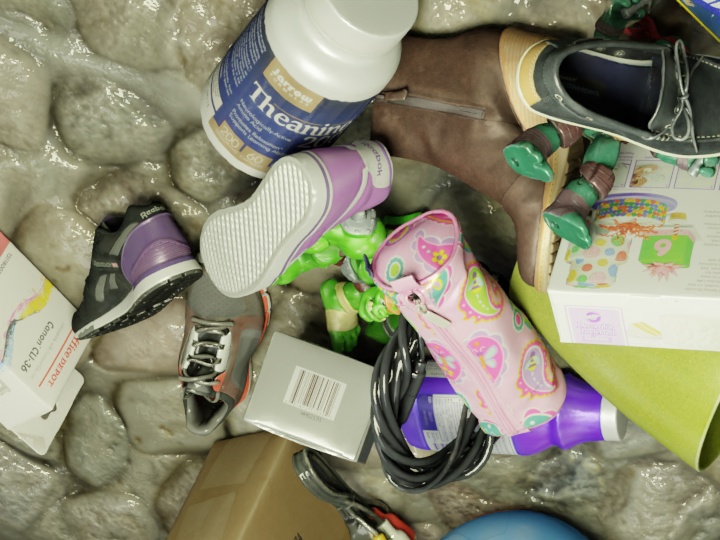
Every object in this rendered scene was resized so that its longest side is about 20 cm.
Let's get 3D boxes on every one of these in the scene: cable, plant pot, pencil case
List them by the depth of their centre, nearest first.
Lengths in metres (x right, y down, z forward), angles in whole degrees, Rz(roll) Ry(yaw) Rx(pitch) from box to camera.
[{"bbox_3d":[0.084,0.045,1.591,0.087,0.088,0.200,-12,132,30],"label":"pencil case"},{"bbox_3d":[0.225,0.027,1.607,0.199,0.187,0.188,29,137,19],"label":"plant pot"},{"bbox_3d":[0.072,0.089,1.683,0.051,0.201,0.163,21,172,39],"label":"cable"},{"bbox_3d":[0.004,0.220,1.905,0.050,0.097,0.200,-22,123,17],"label":"cable"}]

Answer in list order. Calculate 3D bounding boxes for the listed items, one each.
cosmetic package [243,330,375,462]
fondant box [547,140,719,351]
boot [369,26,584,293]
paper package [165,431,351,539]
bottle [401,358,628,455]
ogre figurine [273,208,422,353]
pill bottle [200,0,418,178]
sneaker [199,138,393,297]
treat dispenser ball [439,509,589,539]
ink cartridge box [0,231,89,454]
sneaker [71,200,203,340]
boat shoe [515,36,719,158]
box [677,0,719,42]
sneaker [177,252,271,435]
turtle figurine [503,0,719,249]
[{"bbox_3d":[-0.033,0.113,1.759,0.106,0.091,0.200,19,172,6],"label":"cosmetic package"},{"bbox_3d":[0.232,-0.033,1.514,0.143,0.201,0.058,3,135,20],"label":"fondant box"},{"bbox_3d":[0.089,-0.087,1.572,0.165,0.072,0.202,3,92,25],"label":"boot"},{"bbox_3d":[-0.087,0.279,1.920,0.103,0.201,0.191,-15,122,31],"label":"paper package"},{"bbox_3d":[0.133,0.121,1.784,0.199,0.065,0.084,1,130,21],"label":"bottle"},{"bbox_3d":[0.000,0.000,1.710,0.119,0.098,0.200,-18,119,38],"label":"ogre figurine"},{"bbox_3d":[-0.037,-0.161,1.554,0.111,0.111,0.200,34,143,-9],"label":"pill bottle"},{"bbox_3d":[-0.043,-0.042,1.609,0.200,0.114,0.073,-33,80,52],"label":"sneaker"},{"bbox_3d":[0.141,0.320,1.862,0.199,0.201,0.202,11,133,12],"label":"treat dispenser ball"},{"bbox_3d":[-0.323,0.061,1.883,0.067,0.117,0.200,-25,118,36],"label":"ink cartridge box"},{"bbox_3d":[-0.210,-0.004,1.827,0.200,0.075,0.088,-33,79,51],"label":"sneaker"},{"bbox_3d":[0.207,-0.122,1.411,0.199,0.075,0.062,9,177,-16],"label":"boat shoe"},{"bbox_3d":[0.242,-0.232,1.430,0.200,0.064,0.070,41,132,-15],"label":"box"},{"bbox_3d":[-0.129,0.073,1.837,0.077,0.082,0.201,13,133,11],"label":"sneaker"},{"bbox_3d":[0.199,-0.119,1.486,0.150,0.200,0.101,48,164,-11],"label":"turtle figurine"}]
